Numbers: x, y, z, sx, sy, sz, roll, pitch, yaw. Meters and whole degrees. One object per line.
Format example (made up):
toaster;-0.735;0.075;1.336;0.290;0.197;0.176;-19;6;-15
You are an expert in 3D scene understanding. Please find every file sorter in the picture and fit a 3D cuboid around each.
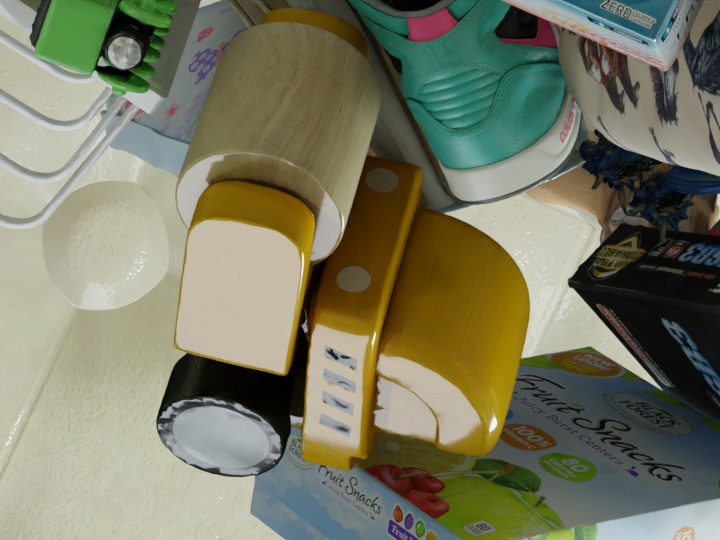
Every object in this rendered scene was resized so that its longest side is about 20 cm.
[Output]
file sorter;-0.166;-0.136;1.410;0.139;0.125;0.200;33;-147;-14

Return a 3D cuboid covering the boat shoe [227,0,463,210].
boat shoe;-0.019;-0.107;1.256;0.200;0.068;0.075;59;-166;-6

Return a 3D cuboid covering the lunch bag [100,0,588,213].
lunch bag;-0.014;-0.081;1.439;0.200;0.127;0.170;-17;-163;-23

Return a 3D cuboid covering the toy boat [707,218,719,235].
toy boat;0.233;-0.019;1.374;0.131;0.131;0.200;49;166;-31

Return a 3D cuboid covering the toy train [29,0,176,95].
toy train;-0.106;-0.115;1.215;0.056;0.042;0.200;19;-166;-6

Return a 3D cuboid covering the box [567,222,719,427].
box;0.211;0.067;1.320;0.200;0.050;0.198;49;165;-20

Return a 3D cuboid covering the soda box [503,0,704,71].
soda box;0.030;-0.141;1.009;0.200;0.064;0.068;24;179;11

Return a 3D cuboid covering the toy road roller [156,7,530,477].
toy road roller;0.000;0.000;1.206;0.146;0.123;0.200;12;139;5

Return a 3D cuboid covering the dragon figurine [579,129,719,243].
dragon figurine;0.173;-0.051;1.254;0.059;0.099;0.200;25;180;-31

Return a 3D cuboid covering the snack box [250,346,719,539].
snack box;0.078;0.104;1.320;0.200;0.068;0.169;-6;-156;-36

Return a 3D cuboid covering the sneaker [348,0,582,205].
sneaker;0.044;-0.125;1.218;0.200;0.084;0.121;-83;-28;-60

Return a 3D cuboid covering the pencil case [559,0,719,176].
pencil case;0.141;-0.082;1.099;0.078;0.089;0.200;-4;-172;-15

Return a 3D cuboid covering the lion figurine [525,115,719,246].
lion figurine;0.129;-0.055;1.527;0.072;0.123;0.200;25;-178;-30
